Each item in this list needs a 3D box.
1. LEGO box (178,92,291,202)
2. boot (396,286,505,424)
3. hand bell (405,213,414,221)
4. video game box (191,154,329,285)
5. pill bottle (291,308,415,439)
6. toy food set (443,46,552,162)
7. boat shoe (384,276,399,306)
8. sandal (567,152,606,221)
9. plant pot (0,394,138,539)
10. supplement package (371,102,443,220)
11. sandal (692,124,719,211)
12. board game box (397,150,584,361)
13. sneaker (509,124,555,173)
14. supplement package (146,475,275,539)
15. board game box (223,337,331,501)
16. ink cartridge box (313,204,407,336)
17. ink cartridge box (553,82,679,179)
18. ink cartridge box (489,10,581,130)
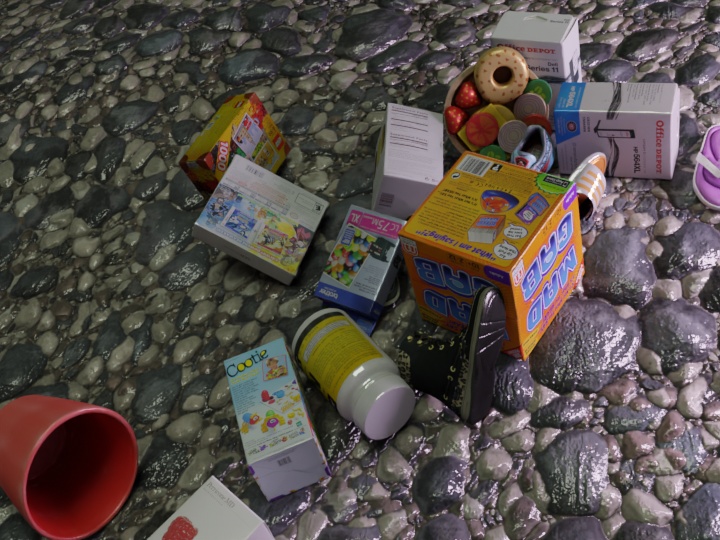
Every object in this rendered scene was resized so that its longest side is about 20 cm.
[{"bbox_3d":[-0.240,-0.220,1.838,0.076,0.150,0.201,-2,46,38],"label":"LEGO box"},{"bbox_3d":[0.128,0.107,1.395,0.152,0.207,0.073,20,22,39],"label":"boot"},{"bbox_3d":[0.176,-0.099,1.651,0.103,0.105,0.199,25,48,35],"label":"hand bell"},{"bbox_3d":[-0.177,-0.093,1.711,0.198,0.047,0.184,27,51,-3],"label":"video game box"},{"bbox_3d":[-0.011,0.156,1.437,0.114,0.115,0.200,-34,46,-14],"label":"pill bottle"},{"bbox_3d":[0.250,-0.285,1.720,0.200,0.198,0.049,-41,12,14],"label":"toy food set"},{"bbox_3d":[0.016,-0.023,1.634,0.072,0.062,0.201,-17,46,-2],"label":"boat shoe"},{"bbox_3d":[0.362,-0.106,1.593,0.059,0.079,0.207,32,72,37],"label":"sandal"},{"bbox_3d":[-0.464,0.281,1.432,0.176,0.202,0.201,14,53,40],"label":"plant pot"},{"bbox_3d":[0.085,-0.189,1.712,0.108,0.115,0.202,10,46,-6],"label":"supplement package"},{"bbox_3d":[0.600,-0.182,1.595,0.081,0.050,0.205,-1,48,18],"label":"sandal"},{"bbox_3d":[0.208,-0.026,1.473,0.198,0.201,0.200,21,57,33],"label":"board game box"},{"bbox_3d":[0.273,-0.166,1.643,0.078,0.096,0.202,15,68,23],"label":"sneaker"},{"bbox_3d":[-0.217,0.404,1.268,0.121,0.121,0.200,28,61,38],"label":"supplement package"},{"bbox_3d":[-0.126,0.220,1.423,0.104,0.104,0.201,-21,45,-1],"label":"board game box"},{"bbox_3d":[0.000,0.000,1.580,0.118,0.042,0.203,18,83,31],"label":"ink cartridge box"},{"bbox_3d":[0.442,-0.241,1.636,0.197,0.147,0.085,6,48,24],"label":"ink cartridge box"},{"bbox_3d":[0.328,-0.367,1.755,0.145,0.202,0.084,12,51,28],"label":"ink cartridge box"}]
